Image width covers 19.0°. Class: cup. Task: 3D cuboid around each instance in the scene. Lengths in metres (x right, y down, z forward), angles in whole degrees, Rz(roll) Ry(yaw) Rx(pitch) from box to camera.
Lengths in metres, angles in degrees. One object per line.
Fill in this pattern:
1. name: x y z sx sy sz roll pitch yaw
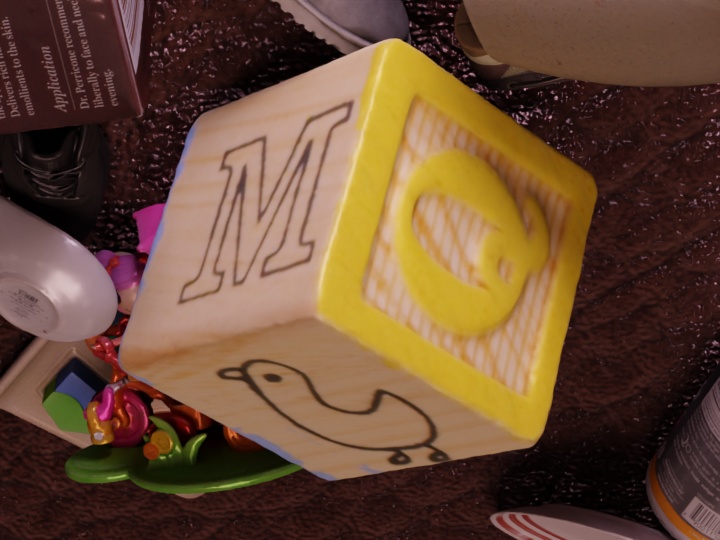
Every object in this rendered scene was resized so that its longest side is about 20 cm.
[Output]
1. cup: 0.130 -0.186 1.219 0.143 0.200 0.200 -16 133 16

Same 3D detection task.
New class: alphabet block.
1. alphabet block: 0.000 0.000 1.347 0.195 0.196 0.200 30 151 -31

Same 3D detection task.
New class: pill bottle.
1. pill bottle: 0.300 0.115 1.572 0.116 0.116 0.200 15 131 -16

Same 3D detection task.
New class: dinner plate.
1. dinner plate: 0.198 0.212 1.665 0.200 0.024 0.200 17 167 4

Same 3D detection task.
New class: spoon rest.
1. spoon rest: -0.247 -0.020 1.419 0.200 0.061 0.099 31 140 -6

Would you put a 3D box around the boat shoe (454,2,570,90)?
1. boat shoe: 0.160 -0.161 1.338 0.200 0.073 0.065 -11 147 9

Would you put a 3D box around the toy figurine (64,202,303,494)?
1. toy figurine: -0.126 0.042 1.470 0.200 0.150 0.184 -6 104 19

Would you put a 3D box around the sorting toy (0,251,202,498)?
1. sorting toy: -0.148 0.086 1.577 0.200 0.036 0.185 26 127 -25

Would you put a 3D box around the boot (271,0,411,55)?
1. boot: 0.016 -0.232 1.267 0.182 0.073 0.200 31 118 -31

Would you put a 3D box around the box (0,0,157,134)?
1. box: -0.228 -0.185 1.217 0.200 0.164 0.166 -6 130 3

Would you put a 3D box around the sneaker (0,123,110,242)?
1. sneaker: -0.199 -0.082 1.376 0.076 0.091 0.200 -2 135 -4
